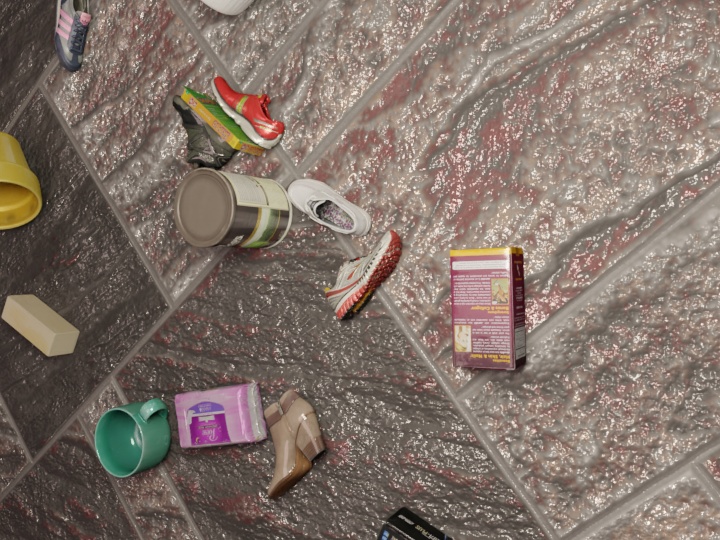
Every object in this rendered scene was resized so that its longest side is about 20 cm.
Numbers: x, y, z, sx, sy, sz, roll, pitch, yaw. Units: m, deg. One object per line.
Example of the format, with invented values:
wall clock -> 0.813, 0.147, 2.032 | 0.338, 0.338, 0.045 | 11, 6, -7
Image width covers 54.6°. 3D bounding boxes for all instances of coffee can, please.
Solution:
coffee can -> -0.247, -0.118, 1.381 | 0.144, 0.199, 0.149 | 1, 91, 28

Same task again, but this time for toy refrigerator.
toy refrigerator -> -0.806, 0.138, 1.757 | 0.199, 0.076, 0.071 | 30, 104, 24

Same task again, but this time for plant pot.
plant pot -> -0.916, -0.237, 1.754 | 0.200, 0.200, 0.191 | -33, 62, 24

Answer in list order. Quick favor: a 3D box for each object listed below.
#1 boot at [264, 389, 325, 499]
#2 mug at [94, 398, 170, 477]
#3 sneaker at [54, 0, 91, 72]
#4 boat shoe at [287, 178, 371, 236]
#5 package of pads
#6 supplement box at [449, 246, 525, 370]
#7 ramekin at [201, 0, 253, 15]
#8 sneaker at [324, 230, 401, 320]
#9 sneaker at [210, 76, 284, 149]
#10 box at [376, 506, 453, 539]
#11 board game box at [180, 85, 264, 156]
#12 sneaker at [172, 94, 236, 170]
boot -> -0.154, 0.347, 1.420 | 0.200, 0.070, 0.147 | -46, 64, 20
mug -> -0.490, 0.372, 1.568 | 0.183, 0.114, 0.155 | -15, 84, 27
sneaker -> -0.687, -0.585, 1.684 | 0.081, 0.070, 0.204 | -1, 92, 31
boat shoe -> -0.072, -0.122, 1.360 | 0.199, 0.068, 0.073 | 36, 107, 23
package of pads -> -0.296, 0.310, 1.484 | 0.197, 0.075, 0.123 | -12, 84, 28
supplement box -> 0.219, 0.063, 1.197 | 0.109, 0.085, 0.204 | -2, 90, 28
ramekin -> -0.280, -0.613, 1.398 | 0.097, 0.199, 0.202 | -35, 75, 32
sneaker -> 0.000, 0.000, 1.319 | 0.082, 0.078, 0.201 | 48, 111, 20
sneaker -> -0.229, -0.339, 1.449 | 0.085, 0.077, 0.200 | -45, 77, 9
box -> 0.091, 0.571, 1.274 | 0.162, 0.086, 0.202 | 28, 103, 24
board game box -> -0.292, -0.314, 1.460 | 0.200, 0.095, 0.030 | 47, 108, 20
sneaker -> -0.357, -0.289, 1.507 | 0.199, 0.076, 0.115 | 44, 103, 15
